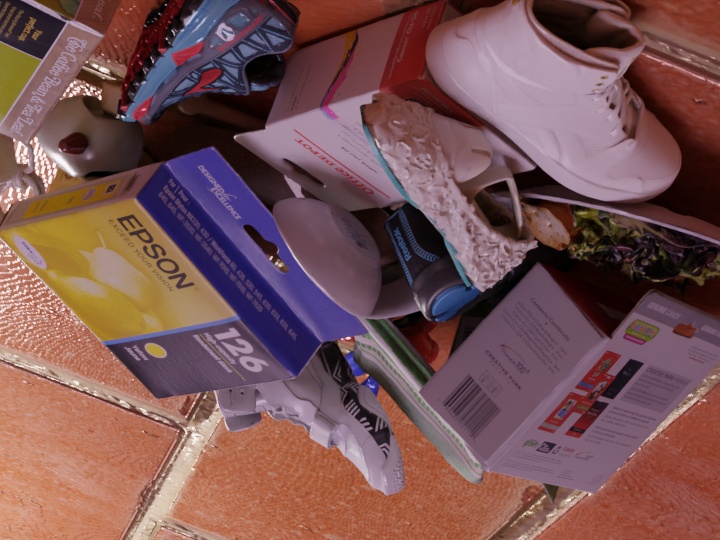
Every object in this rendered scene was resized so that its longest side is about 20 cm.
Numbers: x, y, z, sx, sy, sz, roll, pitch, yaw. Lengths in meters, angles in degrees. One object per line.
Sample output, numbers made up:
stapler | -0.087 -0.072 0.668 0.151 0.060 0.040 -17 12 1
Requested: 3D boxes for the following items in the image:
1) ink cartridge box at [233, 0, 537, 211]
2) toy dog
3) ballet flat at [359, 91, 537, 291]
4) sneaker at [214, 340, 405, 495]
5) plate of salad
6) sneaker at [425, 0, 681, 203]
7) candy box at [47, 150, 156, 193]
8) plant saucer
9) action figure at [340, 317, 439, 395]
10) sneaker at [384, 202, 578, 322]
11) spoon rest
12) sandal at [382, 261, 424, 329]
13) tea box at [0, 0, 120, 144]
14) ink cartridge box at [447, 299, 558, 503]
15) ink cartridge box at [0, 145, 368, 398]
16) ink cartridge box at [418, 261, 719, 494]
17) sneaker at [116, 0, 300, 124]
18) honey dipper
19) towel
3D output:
ink cartridge box | 0.020 -0.106 1.584 0.116 0.068 0.200 35 150 -32
toy dog | -0.237 -0.102 1.726 0.199 0.132 0.096 -9 177 33
ballet flat | 0.062 -0.060 1.513 0.072 0.072 0.200 5 153 28
sneaker | -0.050 0.117 1.930 0.200 0.115 0.075 58 172 18
plate of salad | 0.183 -0.017 1.621 0.199 0.048 0.200 15 174 1
sneaker | 0.151 -0.110 1.475 0.200 0.074 0.115 27 152 -28
candy box | -0.174 -0.011 1.864 0.055 0.116 0.200 3 151 35
plant saucer | -0.060 -0.044 1.763 0.200 0.037 0.200 25 166 7
action figure | 0.015 0.074 1.987 0.065 0.052 0.200 22 151 -19
sneaker | 0.091 -0.017 1.681 0.073 0.082 0.200 -41 162 24
spoon rest | 0.000 0.000 1.663 0.061 0.100 0.200 -42 152 19
sandal | 0.029 0.018 1.851 0.080 0.054 0.200 32 153 -26
tea box | -0.253 -0.205 1.495 0.196 0.134 0.200 26 155 -14
ink cartridge box | 0.125 0.098 1.890 0.059 0.104 0.200 9 154 22
ink cartridge box | -0.128 0.009 1.681 0.200 0.047 0.198 -10 131 41
ink cartridge box | 0.166 0.067 1.706 0.084 0.176 0.200 48 -167 27
sneaker | -0.102 -0.139 1.592 0.095 0.080 0.200 24 156 -15
honey dipper | -0.041 -0.089 1.701 0.199 0.038 0.038 22 156 -2
towel | 0.043 0.096 1.826 0.153 0.023 0.200 48 171 11
